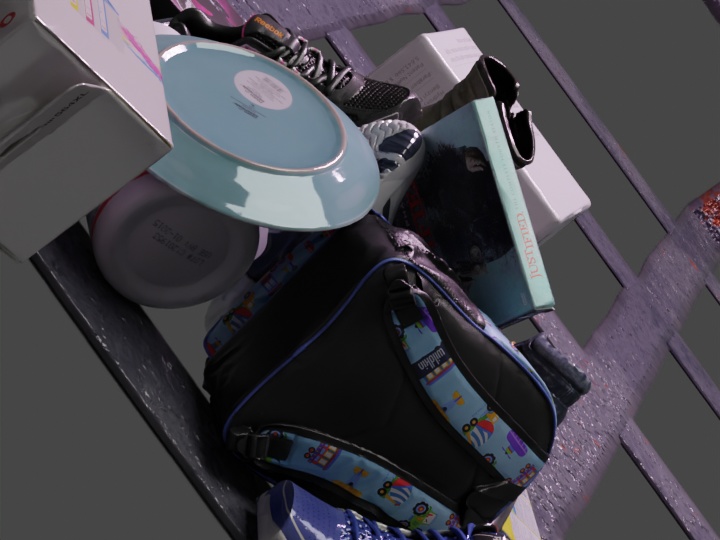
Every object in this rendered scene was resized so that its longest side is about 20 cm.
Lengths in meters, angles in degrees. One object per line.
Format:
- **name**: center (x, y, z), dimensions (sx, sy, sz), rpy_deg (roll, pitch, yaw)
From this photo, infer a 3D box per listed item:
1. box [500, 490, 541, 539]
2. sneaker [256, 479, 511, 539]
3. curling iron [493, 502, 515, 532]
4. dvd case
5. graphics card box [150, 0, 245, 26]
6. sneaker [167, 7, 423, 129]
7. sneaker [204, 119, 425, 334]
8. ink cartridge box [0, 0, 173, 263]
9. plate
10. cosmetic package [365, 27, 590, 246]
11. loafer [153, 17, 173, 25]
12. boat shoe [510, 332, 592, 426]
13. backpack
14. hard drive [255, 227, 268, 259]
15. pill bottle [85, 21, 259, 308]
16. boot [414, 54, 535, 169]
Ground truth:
- **box**: center (0.059, 0.148, 1.835), dimensions (0.200, 0.048, 0.117), rpy_deg (47, 17, -33)
- **sneaker**: center (0.031, 0.186, 1.543), dimensions (0.199, 0.115, 0.081), rpy_deg (46, 16, -26)
- **curling iron**: center (0.096, 0.193, 1.766), dimensions (0.049, 0.026, 0.200), rpy_deg (31, 39, -4)
- **dvd case**: center (0.054, -0.020, 1.677), dimensions (0.022, 0.200, 0.146), rpy_deg (-13, 83, -29)
- **graphics card box**: center (-0.157, -0.215, 1.969), dimensions (0.200, 0.051, 0.126), rpy_deg (49, 16, -21)
- **sneaker**: center (-0.057, -0.133, 1.711), dimensions (0.080, 0.199, 0.087), rpy_deg (-56, 149, -50)
- **sneaker**: center (0.000, 0.000, 1.684), dimensions (0.129, 0.199, 0.079), rpy_deg (35, 0, -40)
- **ink cartridge box**: center (-0.204, -0.114, 1.473), dimensions (0.125, 0.128, 0.200), rpy_deg (43, 20, -34)
- **plate**: center (-0.075, -0.098, 1.578), dimensions (0.200, 0.026, 0.200), rpy_deg (19, 33, -13)
- **cosmetic package**: center (0.068, -0.081, 2.124), dimensions (0.200, 0.165, 0.165), rpy_deg (54, 16, 4)
- **loafer**: center (-0.155, -0.146, 1.811), dimensions (0.200, 0.073, 0.072), rpy_deg (13, 51, -53)
- **boat shoe**: center (0.115, 0.088, 1.943), dimensions (0.071, 0.091, 0.200), rpy_deg (45, -3, -25)
- **backpack**: center (0.019, 0.083, 1.600), dimensions (0.200, 0.183, 0.135), rpy_deg (40, 8, -28)
- **hard drive**: center (-0.038, 0.002, 1.753), dimensions (0.132, 0.026, 0.200), rpy_deg (-42, 99, -31)
- **pill bottle**: center (-0.135, -0.076, 1.629), dimensions (0.109, 0.109, 0.200), rpy_deg (41, 20, -38)
- **boot**: center (0.077, -0.057, 1.833), dimensions (0.068, 0.131, 0.201), rpy_deg (17, 50, -41)
